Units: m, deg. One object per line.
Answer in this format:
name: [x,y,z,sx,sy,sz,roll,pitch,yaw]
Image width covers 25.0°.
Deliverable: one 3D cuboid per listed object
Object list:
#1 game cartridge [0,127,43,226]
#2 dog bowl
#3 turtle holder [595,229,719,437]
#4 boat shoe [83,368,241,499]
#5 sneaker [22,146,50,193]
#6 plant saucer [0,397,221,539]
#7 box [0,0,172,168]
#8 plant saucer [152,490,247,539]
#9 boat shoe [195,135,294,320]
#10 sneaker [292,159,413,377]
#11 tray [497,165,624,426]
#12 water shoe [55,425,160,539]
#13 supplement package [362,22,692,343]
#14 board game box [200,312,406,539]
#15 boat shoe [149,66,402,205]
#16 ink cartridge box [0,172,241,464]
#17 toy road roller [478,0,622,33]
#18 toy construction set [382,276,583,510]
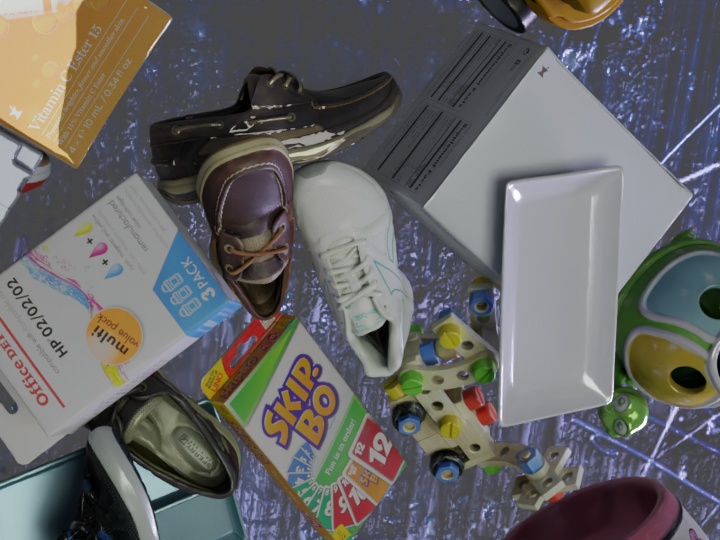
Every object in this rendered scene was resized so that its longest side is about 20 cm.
game cartridge: [-0.315,-0.026,1.056,0.133,0.042,0.200,33,91,-15]
dog bowl: [0.201,0.251,1.402,0.200,0.200,0.074,-29,100,-15]
turtle holder: [0.278,0.055,1.400,0.185,0.132,0.141,-12,113,-23]
boat shoe: [-0.167,0.102,1.211,0.201,0.066,0.072,39,85,-16]
sneaker: [-0.309,-0.026,1.113,0.200,0.071,0.113,-7,107,-16]
plant saucer: [-0.196,0.165,1.251,0.200,0.019,0.070,-21,101,-18]
box: [-0.248,-0.177,1.076,0.200,0.097,0.125,32,91,-31]
plant saucer: [-0.190,0.223,1.290,0.200,0.019,0.070,-22,115,-19]
boat shoe: [-0.074,-0.024,1.169,0.072,0.072,0.200,-17,156,-15]
sneaker: [0.000,0.000,1.243,0.070,0.080,0.200,-15,131,11]
tray: [0.151,0.018,1.258,0.107,0.022,0.200,-9,111,-23]
water shoe: [-0.190,0.203,1.192,0.079,0.072,0.200,-18,130,-16]
supplement package: [0.134,-0.069,1.298,0.200,0.111,0.156,39,87,-31]
board game box: [-0.043,0.126,1.311,0.096,0.030,0.200,-51,121,-24]
boat shoe: [-0.063,-0.113,1.202,0.200,0.074,0.073,-24,106,-16]
ink cartridge box: [-0.199,0.038,1.148,0.200,0.068,0.115,-37,86,0]
toy road roller: [0.136,-0.269,1.208,0.123,0.146,0.200,-45,121,-6]
toy construction set: [0.096,0.111,1.335,0.131,0.092,0.200,-26,107,19]
